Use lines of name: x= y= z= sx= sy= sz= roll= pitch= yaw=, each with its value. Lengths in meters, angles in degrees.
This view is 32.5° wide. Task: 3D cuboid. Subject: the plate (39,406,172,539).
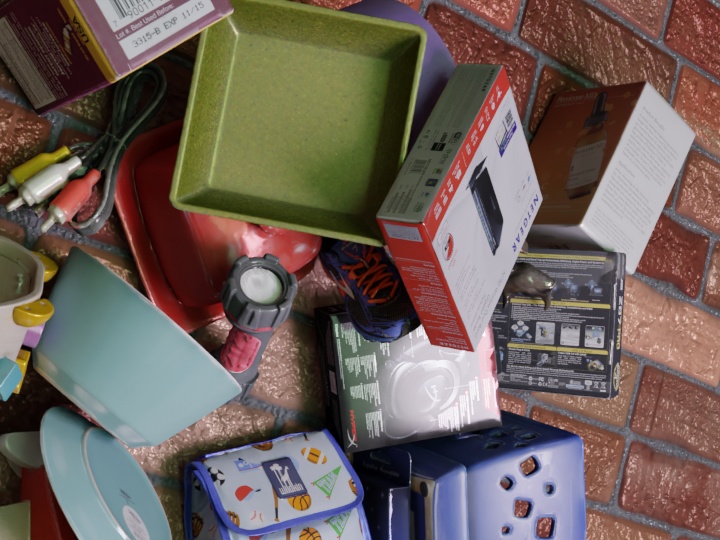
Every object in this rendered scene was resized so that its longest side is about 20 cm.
plate: x=-0.212 y=0.201 z=1.082 sx=0.025 sy=0.200 sz=0.201 roll=-31 pitch=112 yaw=4

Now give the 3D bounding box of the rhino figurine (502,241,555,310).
rhino figurine: x=0.138 y=-0.026 z=1.312 sx=0.200 sy=0.087 sz=0.060 roll=45 pitch=41 yaw=-20

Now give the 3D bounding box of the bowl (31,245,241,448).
bowl: x=-0.214 y=0.083 z=1.100 sx=0.201 sy=0.201 sz=0.105 roll=45 pitch=77 yaw=-27

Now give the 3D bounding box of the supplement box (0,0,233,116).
supplement box: x=-0.224 y=-0.219 z=1.069 sx=0.131 sy=0.200 sz=0.104 roll=-38 pitch=108 yaw=-28

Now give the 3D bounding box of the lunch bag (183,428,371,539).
lunch bag: x=-0.081 y=0.271 z=1.243 sx=0.169 sy=0.124 sz=0.201 roll=-8 pitch=83 yaw=-35

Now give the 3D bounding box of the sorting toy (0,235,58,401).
sorting toy: x=-0.323 y=0.081 z=1.029 sx=0.106 sy=0.200 sz=0.181 roll=11 pitch=109 yaw=-15

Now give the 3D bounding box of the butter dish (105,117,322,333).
butter dish: x=-0.113 y=-0.055 z=1.188 sx=0.199 sy=0.147 sz=0.201 roll=-26 pitch=106 yaw=-33

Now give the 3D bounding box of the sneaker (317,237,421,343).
sneaker: x=0.000 y=0.000 z=1.242 sx=0.075 sy=0.200 sz=0.079 roll=-33 pitch=134 yaw=-9

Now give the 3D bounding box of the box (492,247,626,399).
box: x=0.191 y=0.055 z=1.382 sx=0.049 sy=0.199 sz=0.162 roll=0 pitch=92 yaw=-66

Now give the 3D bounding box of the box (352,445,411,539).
box: x=0.010 y=0.284 z=1.303 sx=0.032 sy=0.121 sz=0.201 roll=0 pitch=91 yaw=-31

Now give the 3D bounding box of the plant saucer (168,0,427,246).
plant saucer: x=-0.055 y=-0.134 z=1.106 sx=0.199 sy=0.048 sz=0.201 roll=10 pitch=86 yaw=-1

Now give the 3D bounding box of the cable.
cable: x=-0.238 y=-0.112 z=1.132 sx=0.200 sy=0.097 sz=0.050 roll=-50 pitch=158 yaw=-14

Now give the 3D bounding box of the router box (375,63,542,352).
router box: x=0.098 y=-0.059 z=1.143 sx=0.201 sy=0.049 sz=0.180 roll=-62 pitch=145 yaw=-31

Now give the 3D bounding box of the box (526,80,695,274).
box: x=0.275 y=-0.107 z=1.459 sx=0.106 sy=0.152 sz=0.201 roll=38 pitch=70 yaw=-30

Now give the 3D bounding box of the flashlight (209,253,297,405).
flashlight: x=-0.114 y=0.063 z=1.167 sx=0.067 sy=0.200 sz=0.068 roll=19 pitch=52 yaw=-8

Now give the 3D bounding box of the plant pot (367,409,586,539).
plant pot: x=0.115 y=0.268 z=1.338 sx=0.179 sy=0.200 sz=0.201 roll=-5 pitch=97 yaw=-29

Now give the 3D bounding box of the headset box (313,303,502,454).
headset box: x=0.060 y=0.102 z=1.325 sx=0.199 sy=0.077 sz=0.150 roll=-9 pitch=97 yaw=-16

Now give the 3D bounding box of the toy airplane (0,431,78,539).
toy airplane: x=-0.285 y=0.239 z=1.099 sx=0.200 sy=0.141 sz=0.200 roll=43 pitch=30 yaw=-20

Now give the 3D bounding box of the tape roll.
tape roll: x=0.010 y=-0.166 z=1.240 sx=0.085 sy=0.200 sz=0.201 roll=-27 pitch=107 yaw=-30
